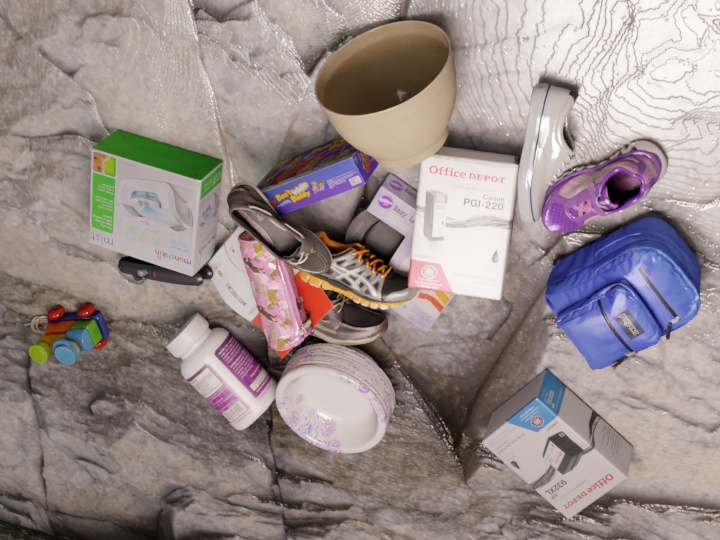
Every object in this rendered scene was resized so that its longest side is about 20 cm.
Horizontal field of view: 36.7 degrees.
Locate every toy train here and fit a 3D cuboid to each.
[{"bbox_3d":[-0.576,0.130,2.013,0.197,0.116,0.086,-5,117,24],"label":"toy train"}]

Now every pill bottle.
[{"bbox_3d":[-0.245,0.174,1.911,0.200,0.113,0.112,47,125,-9],"label":"pill bottle"}]

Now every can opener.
[{"bbox_3d":[-0.337,-0.004,1.850,0.198,0.063,0.080,16,128,34],"label":"can opener"}]

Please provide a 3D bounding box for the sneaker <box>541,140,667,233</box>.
[{"bbox_3d":[0.334,-0.106,1.528,0.199,0.089,0.081,-30,107,34],"label":"sneaker"}]

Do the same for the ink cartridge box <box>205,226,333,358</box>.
[{"bbox_3d":[-0.155,0.025,1.785,0.163,0.057,0.202,-44,70,35],"label":"ink cartridge box"}]

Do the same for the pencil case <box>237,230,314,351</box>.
[{"bbox_3d":[-0.133,0.021,1.708,0.085,0.083,0.203,-9,110,16],"label":"pencil case"}]

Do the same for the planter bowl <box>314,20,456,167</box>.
[{"bbox_3d":[0.050,-0.231,1.515,0.197,0.202,0.136,-4,136,23],"label":"planter bowl"}]

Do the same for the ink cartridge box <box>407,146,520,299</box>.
[{"bbox_3d":[0.151,-0.071,1.583,0.143,0.085,0.204,7,102,8],"label":"ink cartridge box"}]

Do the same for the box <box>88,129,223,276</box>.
[{"bbox_3d":[-0.337,-0.112,1.786,0.197,0.097,0.179,18,120,11],"label":"box"}]

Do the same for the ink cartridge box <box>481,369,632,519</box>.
[{"bbox_3d":[0.321,0.285,1.767,0.199,0.084,0.145,41,125,-5],"label":"ink cartridge box"}]

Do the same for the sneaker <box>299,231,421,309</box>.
[{"bbox_3d":[0.000,0.000,1.674,0.197,0.078,0.078,16,115,12],"label":"sneaker"}]

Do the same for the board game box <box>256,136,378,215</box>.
[{"bbox_3d":[-0.063,-0.147,1.633,0.198,0.135,0.045,-19,112,29],"label":"board game box"}]

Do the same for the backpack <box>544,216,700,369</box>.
[{"bbox_3d":[0.386,0.040,1.549,0.199,0.169,0.163,-33,111,29],"label":"backpack"}]

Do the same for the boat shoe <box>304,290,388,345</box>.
[{"bbox_3d":[-0.051,0.070,1.795,0.196,0.075,0.074,7,122,16],"label":"boat shoe"}]

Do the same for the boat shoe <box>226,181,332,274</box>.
[{"bbox_3d":[-0.122,-0.047,1.601,0.067,0.057,0.199,-34,119,29],"label":"boat shoe"}]

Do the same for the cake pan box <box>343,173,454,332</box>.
[{"bbox_3d":[0.073,-0.027,1.703,0.199,0.052,0.185,35,124,0],"label":"cake pan box"}]

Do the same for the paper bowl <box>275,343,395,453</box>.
[{"bbox_3d":[-0.037,0.205,1.839,0.197,0.105,0.203,13,133,14],"label":"paper bowl"}]

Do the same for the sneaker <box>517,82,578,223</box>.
[{"bbox_3d":[0.264,-0.159,1.526,0.070,0.073,0.203,12,117,18],"label":"sneaker"}]
